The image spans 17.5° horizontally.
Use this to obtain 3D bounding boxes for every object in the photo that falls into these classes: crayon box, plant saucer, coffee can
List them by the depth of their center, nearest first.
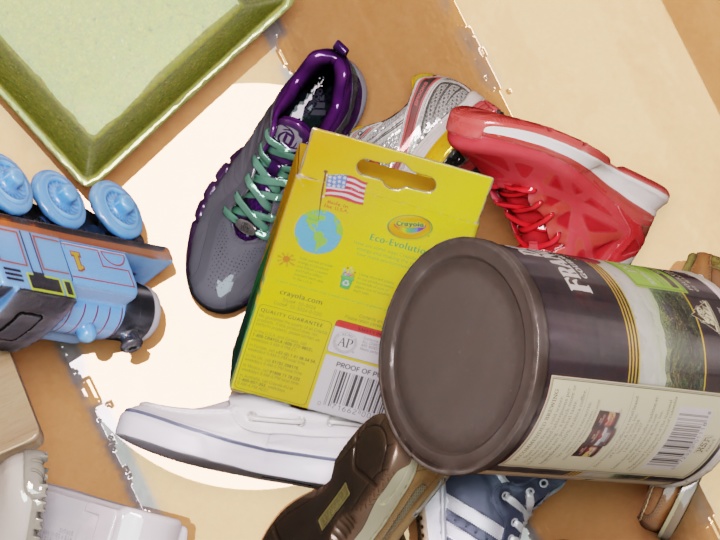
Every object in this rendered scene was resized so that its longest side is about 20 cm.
[{"bbox_3d":[0.132,0.062,1.496,0.199,0.146,0.147,8,82,-40],"label":"coffee can"},{"bbox_3d":[0.000,0.000,1.532,0.126,0.051,0.201,16,118,-8],"label":"crayon box"},{"bbox_3d":[-0.181,-0.192,1.618,0.200,0.048,0.200,-43,88,-6],"label":"plant saucer"}]

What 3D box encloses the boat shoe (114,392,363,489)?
[{"bbox_3d":[-0.066,0.108,1.589,0.199,0.074,0.066,12,80,-12],"label":"boat shoe"}]

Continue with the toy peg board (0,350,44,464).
[{"bbox_3d":[-0.329,0.082,1.568,0.199,0.098,0.200,-23,66,-5],"label":"toy peg board"}]

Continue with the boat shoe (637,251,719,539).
[{"bbox_3d":[0.221,0.085,1.605,0.068,0.072,0.201,21,75,4],"label":"boat shoe"}]

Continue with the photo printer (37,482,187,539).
[{"bbox_3d":[-0.194,0.245,1.519,0.069,0.166,0.201,18,82,-33],"label":"photo printer"}]

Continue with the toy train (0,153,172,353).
[{"bbox_3d":[-0.207,-0.003,1.532,0.087,0.200,0.115,-34,63,27],"label":"toy train"}]

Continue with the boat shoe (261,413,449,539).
[{"bbox_3d":[-0.002,0.176,1.549,0.076,0.200,0.072,14,44,-33],"label":"boat shoe"}]

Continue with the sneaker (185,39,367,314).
[{"bbox_3d":[-0.064,-0.068,1.589,0.074,0.088,0.201,26,83,7],"label":"sneaker"}]

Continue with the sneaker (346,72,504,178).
[{"bbox_3d":[0.012,-0.050,1.611,0.200,0.078,0.082,-47,62,-2],"label":"sneaker"}]

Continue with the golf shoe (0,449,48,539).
[{"bbox_3d":[-0.269,0.182,1.503,0.097,0.079,0.200,19,128,-25],"label":"golf shoe"}]

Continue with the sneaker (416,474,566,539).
[{"bbox_3d":[0.094,0.184,1.584,0.108,0.070,0.201,-5,82,-2],"label":"sneaker"}]

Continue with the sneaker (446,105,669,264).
[{"bbox_3d":[0.122,-0.031,1.567,0.199,0.078,0.116,21,90,-37],"label":"sneaker"}]
